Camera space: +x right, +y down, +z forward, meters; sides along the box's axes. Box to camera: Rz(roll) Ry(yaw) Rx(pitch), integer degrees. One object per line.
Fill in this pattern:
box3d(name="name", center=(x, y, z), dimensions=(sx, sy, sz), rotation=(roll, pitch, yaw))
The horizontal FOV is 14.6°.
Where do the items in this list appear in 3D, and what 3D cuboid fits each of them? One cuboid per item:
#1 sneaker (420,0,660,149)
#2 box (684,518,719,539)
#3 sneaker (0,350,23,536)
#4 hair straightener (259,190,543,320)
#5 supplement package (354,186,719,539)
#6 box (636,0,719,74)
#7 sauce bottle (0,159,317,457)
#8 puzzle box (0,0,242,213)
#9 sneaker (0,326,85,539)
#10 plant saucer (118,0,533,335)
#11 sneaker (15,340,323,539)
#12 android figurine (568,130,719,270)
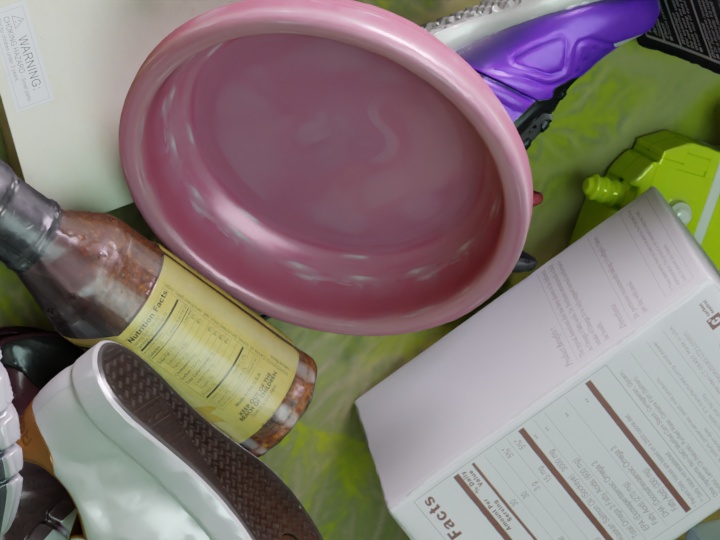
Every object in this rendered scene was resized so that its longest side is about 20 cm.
box3d(name="sneaker", center=(0.064, -0.081, 1.418), dimensions=(0.199, 0.070, 0.100), rotation=(-20, 99, -7))
box3d(name="box", center=(0.258, 0.219, 1.541), dimensions=(0.183, 0.105, 0.201), rotation=(-11, 140, -19))
box3d(name="sneaker", center=(-0.222, 0.046, 1.274), dimensions=(0.112, 0.078, 0.201), rotation=(-20, 118, -23))
box3d(name="hair straightener", center=(0.000, 0.000, 1.440), dimensions=(0.199, 0.041, 0.077), rotation=(-6, 108, -24))
box3d(name="supplement package", center=(0.114, 0.076, 1.444), dimensions=(0.200, 0.117, 0.117), rotation=(-36, 116, 8))
box3d(name="box", center=(0.203, -0.202, 1.376), dimensions=(0.123, 0.198, 0.201), rotation=(-27, 115, -16))
box3d(name="sauce bottle", center=(-0.112, 0.015, 1.356), dimensions=(0.200, 0.066, 0.066), rotation=(37, 90, -21))
box3d(name="puzzle box", center=(-0.122, -0.131, 1.356), dimensions=(0.132, 0.025, 0.201), rotation=(-20, 113, -17))
box3d(name="sneaker", center=(-0.187, 0.095, 1.380), dimensions=(0.200, 0.076, 0.116), rotation=(-42, 113, -18))
box3d(name="plant saucer", center=(-0.013, -0.056, 1.334), dimensions=(0.199, 0.051, 0.201), rotation=(10, 135, 10))
box3d(name="sneaker", center=(-0.087, 0.123, 1.357), dimensions=(0.085, 0.073, 0.200), rotation=(-35, 110, 22))
box3d(name="android figurine", center=(0.194, -0.003, 1.526), dimensions=(0.199, 0.041, 0.183), rotation=(16, 99, -29))
